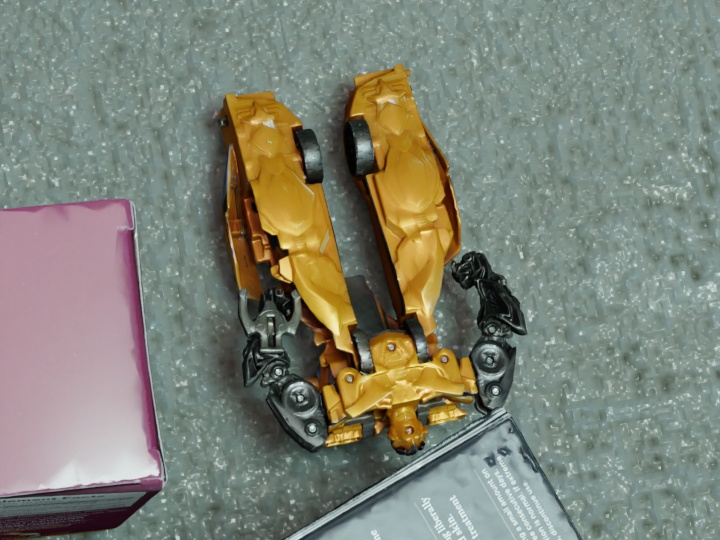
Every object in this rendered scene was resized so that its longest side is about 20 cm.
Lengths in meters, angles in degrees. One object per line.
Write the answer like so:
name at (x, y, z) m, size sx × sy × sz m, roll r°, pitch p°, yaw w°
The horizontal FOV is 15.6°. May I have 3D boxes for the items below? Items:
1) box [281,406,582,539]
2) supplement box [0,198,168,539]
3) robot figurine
box at (-0.006, 0.175, 1.221) m, size 0.196 × 0.200 × 0.124 m, roll -28°, pitch 85°, yaw -15°
supplement box at (-0.156, 0.053, 1.215) m, size 0.103 × 0.200 × 0.131 m, roll -4°, pitch 79°, yaw -12°
robot figurine at (0.000, 0.000, 1.317) m, size 0.145 × 0.058 × 0.200 m, roll -10°, pitch 72°, yaw -13°
